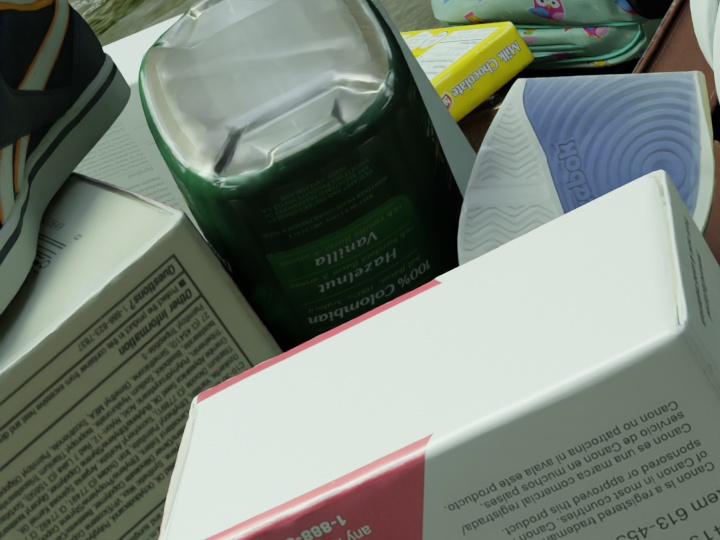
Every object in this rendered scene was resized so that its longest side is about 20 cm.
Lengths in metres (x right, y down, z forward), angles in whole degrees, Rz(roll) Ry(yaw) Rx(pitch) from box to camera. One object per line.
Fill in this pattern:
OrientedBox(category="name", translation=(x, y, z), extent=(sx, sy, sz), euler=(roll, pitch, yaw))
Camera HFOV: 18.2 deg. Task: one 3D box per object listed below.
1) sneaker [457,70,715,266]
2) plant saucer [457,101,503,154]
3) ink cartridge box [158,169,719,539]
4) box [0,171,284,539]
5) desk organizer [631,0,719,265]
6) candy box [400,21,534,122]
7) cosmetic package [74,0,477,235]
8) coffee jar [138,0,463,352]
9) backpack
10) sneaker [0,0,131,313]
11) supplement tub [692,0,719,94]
OrientedBox(category="sneaker", translation=(0.073, 0.040, 0.740), extent=(0.080, 0.200, 0.115), euler=(2, -11, 6))
OrientedBox(category="plant saucer", translation=(0.050, -0.004, 0.960), extent=(0.200, 0.037, 0.201), euler=(-28, 26, 15))
OrientedBox(category="ink cartridge box", translation=(0.063, 0.099, 0.585), extent=(0.144, 0.200, 0.084), euler=(-26, 24, 17))
OrientedBox(category="box", translation=(-0.073, 0.086, 0.762), extent=(0.128, 0.200, 0.109), euler=(-41, 26, -16))
OrientedBox(category="desk organizer", translation=(0.139, -0.046, 0.856), extent=(0.077, 0.072, 0.200), euler=(20, 50, 15))
OrientedBox(category="candy box", translation=(0.006, -0.082, 1.110), extent=(0.102, 0.026, 0.200), euler=(-41, 15, -11))
OrientedBox(category="cosmetic package", translation=(-0.054, -0.027, 0.908), extent=(0.199, 0.151, 0.052), euler=(-17, 29, 30))
OrientedBox(category="coffee jar", translation=(0.000, 0.000, 0.777), extent=(0.085, 0.200, 0.104), euler=(-27, 41, -1))
OrientedBox(category="backpack", translation=(0.104, -0.168, 1.074), extent=(0.167, 0.127, 0.200), euler=(-38, 23, -34))
OrientedBox(category="sneaker", translation=(-0.143, -0.035, 0.734), extent=(0.078, 0.080, 0.200), euler=(-22, 27, 26))
OrientedBox(category="supplement tub", translation=(0.199, -0.057, 0.705), extent=(0.145, 0.146, 0.200), euler=(-33, 35, 3))
